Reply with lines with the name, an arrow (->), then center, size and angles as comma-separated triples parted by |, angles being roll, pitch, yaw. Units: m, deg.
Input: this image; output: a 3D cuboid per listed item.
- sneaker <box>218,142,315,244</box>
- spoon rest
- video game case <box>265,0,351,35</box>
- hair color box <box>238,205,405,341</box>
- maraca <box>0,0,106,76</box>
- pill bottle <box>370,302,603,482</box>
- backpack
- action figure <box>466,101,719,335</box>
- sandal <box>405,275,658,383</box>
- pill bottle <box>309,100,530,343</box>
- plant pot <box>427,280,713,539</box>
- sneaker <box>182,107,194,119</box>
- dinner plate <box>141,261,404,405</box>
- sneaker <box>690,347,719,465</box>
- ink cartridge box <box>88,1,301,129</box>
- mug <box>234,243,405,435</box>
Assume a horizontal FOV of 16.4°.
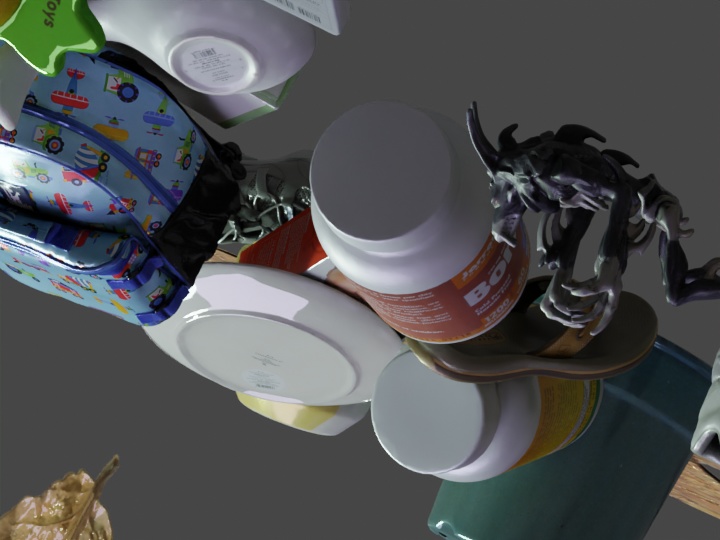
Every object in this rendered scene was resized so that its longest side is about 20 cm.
sneaker -> -0.077, -0.040, 1.802 | 0.199, 0.082, 0.075 | 8, 128, 41
spoon rest -> -0.120, -0.130, 1.407 | 0.199, 0.061, 0.099 | -10, 142, 21
video game case -> -0.075, -0.180, 1.241 | 0.143, 0.018, 0.200 | 27, 173, 7
hair color box -> 0.000, 0.000, 1.718 | 0.101, 0.062, 0.200 | 26, 149, -22
maraca -> -0.223, -0.181, 1.366 | 0.199, 0.107, 0.138 | 25, 132, 13
pill bottle -> 0.085, 0.084, 1.717 | 0.112, 0.113, 0.200 | 24, -166, 22
backpack -> -0.184, -0.071, 1.553 | 0.182, 0.135, 0.200 | 20, 166, 19
action figure -> 0.133, -0.013, 1.328 | 0.199, 0.103, 0.119 | 25, -176, 2
sandal -> 0.120, 0.032, 1.636 | 0.199, 0.054, 0.080 | -3, -147, -34
pill bottle -> 0.034, -0.031, 1.497 | 0.112, 0.113, 0.200 | 24, 172, 18
plant pot -> 0.158, 0.139, 1.890 | 0.199, 0.197, 0.200 | 26, 172, 4
sneaker -> -0.228, -0.124, 1.888 | 0.199, 0.082, 0.074 | 24, 171, 20
dinner plate -> -0.065, 0.054, 1.758 | 0.199, 0.024, 0.200 | 12, 153, 6
sneaker -> 0.290, 0.114, 1.626 | 0.078, 0.100, 0.200 | 31, 172, -26
ink cartridge box -> -0.141, -0.156, 1.513 | 0.199, 0.048, 0.145 | 31, 172, -13
mug -> -0.047, 0.037, 1.917 | 0.186, 0.154, 0.149 | 16, -173, -27
